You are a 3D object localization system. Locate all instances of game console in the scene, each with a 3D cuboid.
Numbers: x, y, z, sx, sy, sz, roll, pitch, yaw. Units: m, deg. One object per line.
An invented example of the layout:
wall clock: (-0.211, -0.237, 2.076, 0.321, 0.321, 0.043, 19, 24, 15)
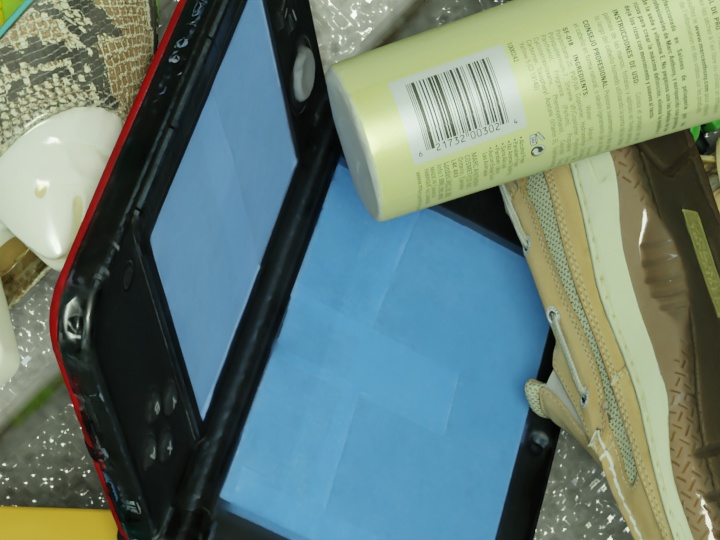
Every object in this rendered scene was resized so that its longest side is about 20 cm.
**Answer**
game console: (0.000, 0.000, 0.723, 0.118, 0.201, 0.173, 6, 140, 15)

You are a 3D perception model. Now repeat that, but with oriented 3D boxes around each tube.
tube: (0.090, -0.069, 0.705, 0.199, 0.058, 0.052, -19, 70, -6)

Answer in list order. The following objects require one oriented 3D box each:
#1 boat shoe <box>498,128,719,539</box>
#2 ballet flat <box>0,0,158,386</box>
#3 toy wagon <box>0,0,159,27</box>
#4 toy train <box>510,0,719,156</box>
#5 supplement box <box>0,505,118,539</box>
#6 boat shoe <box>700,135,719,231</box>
boat shoe: (0.090, 0.035, 0.744, 0.076, 0.071, 0.201, -28, 62, 35)
ballet flat: (-0.118, 0.000, 0.692, 0.200, 0.075, 0.068, -48, 141, 8)
toy wagon: (-0.127, -0.090, 0.741, 0.039, 0.155, 0.202, -3, 99, 40)
toy train: (0.068, -0.124, 0.800, 0.056, 0.042, 0.200, -39, 97, -8)
supplement box: (-0.146, 0.191, 0.731, 0.196, 0.133, 0.201, 2, 65, -4)
boat shoe: (0.140, -0.011, 0.786, 0.066, 0.074, 0.201, 16, 103, -14)
